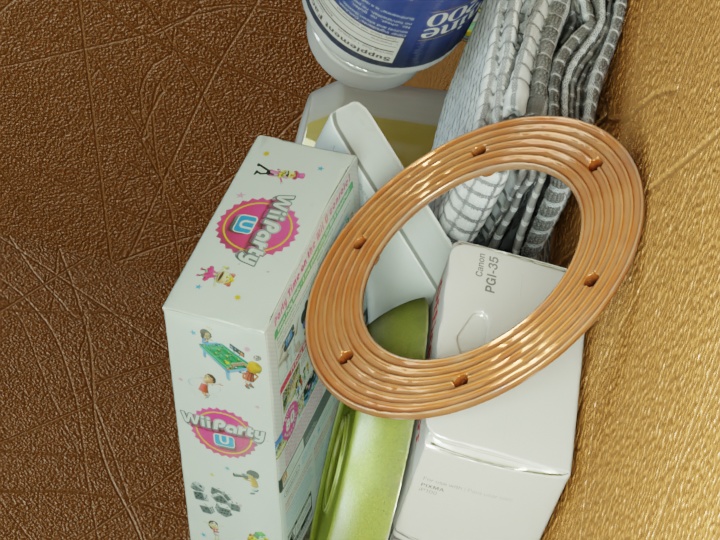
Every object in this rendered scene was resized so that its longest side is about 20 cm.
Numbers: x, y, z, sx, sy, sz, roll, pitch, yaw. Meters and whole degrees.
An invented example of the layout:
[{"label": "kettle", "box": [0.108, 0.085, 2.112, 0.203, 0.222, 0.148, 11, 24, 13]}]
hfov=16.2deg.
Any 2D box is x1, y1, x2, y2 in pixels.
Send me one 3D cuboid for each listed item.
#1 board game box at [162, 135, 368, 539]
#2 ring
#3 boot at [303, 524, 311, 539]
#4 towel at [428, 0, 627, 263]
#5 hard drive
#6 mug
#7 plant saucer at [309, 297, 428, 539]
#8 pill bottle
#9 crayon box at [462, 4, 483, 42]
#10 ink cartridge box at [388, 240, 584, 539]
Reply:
[{"label": "board game box", "box": [-0.049, 0.049, 1.441, 0.201, 0.064, 0.148, 88, -159, -44]}, {"label": "ring", "box": [0.060, -0.001, 1.325, 0.019, 0.199, 0.201, 52, -146, -38]}, {"label": "boot", "box": [-0.002, 0.175, 1.670, 0.175, 0.066, 0.200, -49, -9, -5]}, {"label": "towel", "box": [0.098, -0.085, 1.515, 0.166, 0.085, 0.201, 112, 172, -52]}, {"label": "hard drive", "box": [0.000, 0.000, 1.522, 0.132, 0.026, 0.200, 58, 156, 13]}, {"label": "mug", "box": [0.026, -0.073, 1.889, 0.187, 0.152, 0.151, -115, 40, -82]}, {"label": "plant saucer", "box": [-0.001, 0.110, 1.399, 0.200, 0.031, 0.202, -167, 90, -85]}, {"label": "pill bottle", "box": [0.025, -0.186, 1.526, 0.200, 0.110, 0.112, 119, 164, -66]}, {"label": "crayon box", "box": [0.045, -0.194, 1.721, 0.173, 0.198, 0.059, -131, 56, -84]}, {"label": "ink cartridge box", "box": [0.058, 0.106, 1.399, 0.201, 0.082, 0.147, 109, 174, -48]}]
